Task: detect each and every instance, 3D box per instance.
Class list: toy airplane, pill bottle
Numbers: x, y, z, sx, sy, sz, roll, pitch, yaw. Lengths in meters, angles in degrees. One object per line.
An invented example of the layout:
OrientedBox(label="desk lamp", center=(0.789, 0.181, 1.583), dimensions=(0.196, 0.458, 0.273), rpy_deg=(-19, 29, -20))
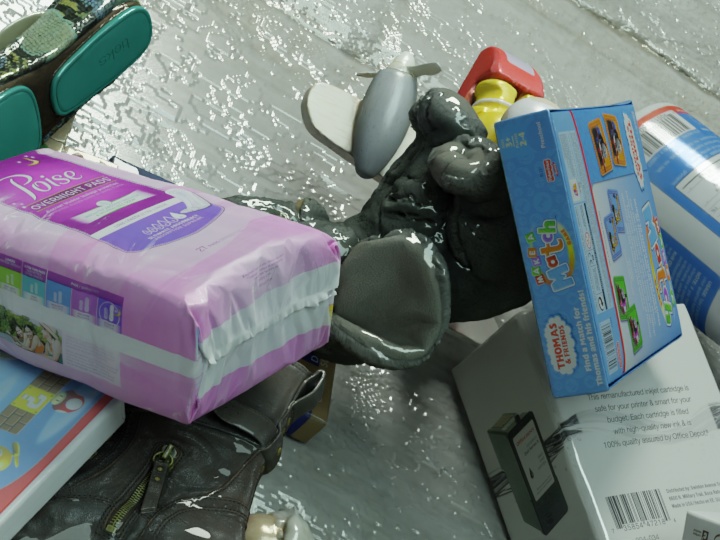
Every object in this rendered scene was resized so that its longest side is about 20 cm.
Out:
OrientedBox(label="toy airplane", center=(0.079, -0.054, 1.188), dimensions=(0.200, 0.141, 0.199), rpy_deg=(-16, 72, -40))
OrientedBox(label="pill bottle", center=(0.248, -0.015, 1.256), dimensions=(0.112, 0.112, 0.200), rpy_deg=(-19, 51, -41))

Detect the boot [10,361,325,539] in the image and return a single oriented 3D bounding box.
OrientedBox(label="boot", center=(-0.127, 0.095, 0.935), dimensions=(0.200, 0.069, 0.174), rpy_deg=(11, 48, -1))

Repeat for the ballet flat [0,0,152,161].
OrientedBox(label="ballet flat", center=(-0.200, -0.099, 1.054), dimensions=(0.074, 0.074, 0.200), rpy_deg=(45, 48, -1))

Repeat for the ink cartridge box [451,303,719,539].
OrientedBox(label="ink cartridge box", center=(0.163, 0.127, 1.166), dimensions=(0.145, 0.084, 0.200), rpy_deg=(-2, 63, -36))

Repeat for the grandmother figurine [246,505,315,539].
OrientedBox(label="grandmother figurine", center=(-0.107, 0.121, 1.007), dimensions=(0.200, 0.061, 0.121), rpy_deg=(31, 76, -18))

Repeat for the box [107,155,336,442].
OrientedBox(label="box", center=(-0.103, 0.011, 1.096), dimensions=(0.200, 0.032, 0.121), rpy_deg=(23, 51, -19))

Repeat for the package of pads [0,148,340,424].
OrientedBox(label="package of pads", center=(-0.122, 0.002, 0.934), dimensions=(0.200, 0.076, 0.120), rpy_deg=(18, 26, 30))

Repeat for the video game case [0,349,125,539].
OrientedBox(label="video game case", center=(-0.235, 0.075, 0.896), dimensions=(0.200, 0.017, 0.143), rpy_deg=(19, 42, 23))

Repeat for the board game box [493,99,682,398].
OrientedBox(label="board game box", center=(0.135, -0.019, 1.067), dimensions=(0.200, 0.037, 0.151), rpy_deg=(-16, 94, -67))

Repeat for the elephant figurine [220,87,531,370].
OrientedBox(label="elephant figurine", center=(0.000, 0.000, 1.061), dimensions=(0.200, 0.142, 0.155), rpy_deg=(-36, 59, -9))

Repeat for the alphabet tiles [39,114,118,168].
OrientedBox(label="alphabet tiles", center=(-0.241, -0.057, 1.041), dimensions=(0.200, 0.008, 0.167), rpy_deg=(20, 51, -11))

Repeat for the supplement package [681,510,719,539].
OrientedBox(label="supplement package", center=(0.248, 0.249, 1.057), dimensions=(0.121, 0.120, 0.200), rpy_deg=(8, 94, -32))
